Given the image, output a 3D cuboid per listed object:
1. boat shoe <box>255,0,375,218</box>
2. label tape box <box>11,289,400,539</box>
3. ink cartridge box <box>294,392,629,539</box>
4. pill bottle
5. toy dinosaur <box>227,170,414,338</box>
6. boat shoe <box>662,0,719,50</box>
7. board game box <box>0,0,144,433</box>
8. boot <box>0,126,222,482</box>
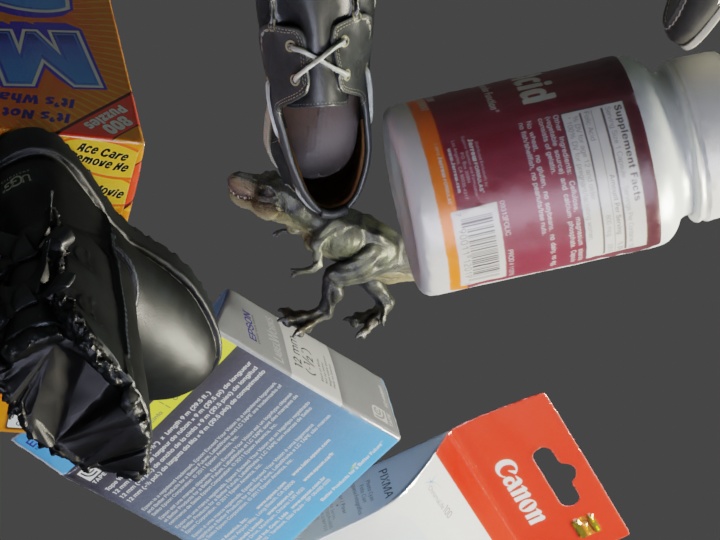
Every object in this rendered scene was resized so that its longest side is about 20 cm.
[{"bbox_3d":[-0.021,-0.122,1.690,0.071,0.068,0.201,-7,129,-8],"label":"boat shoe"},{"bbox_3d":[-0.097,0.088,1.850,0.200,0.066,0.143,32,115,-31],"label":"label tape box"},{"bbox_3d":[0.064,0.181,1.977,0.199,0.047,0.160,-24,131,10],"label":"ink cartridge box"},{"bbox_3d":[0.120,-0.061,1.743,0.199,0.114,0.115,-12,131,-4],"label":"pill bottle"},{"bbox_3d":[0.000,0.000,1.813,0.199,0.048,0.088,16,117,-29],"label":"toy dinosaur"},{"bbox_3d":[0.210,-0.218,1.672,0.057,0.067,0.200,24,117,-12],"label":"boat shoe"},{"bbox_3d":[-0.243,-0.056,1.598,0.199,0.200,0.200,5,127,-18],"label":"board game box"},{"bbox_3d":[-0.124,0.037,1.467,0.073,0.163,0.198,-28,129,10],"label":"boot"}]
